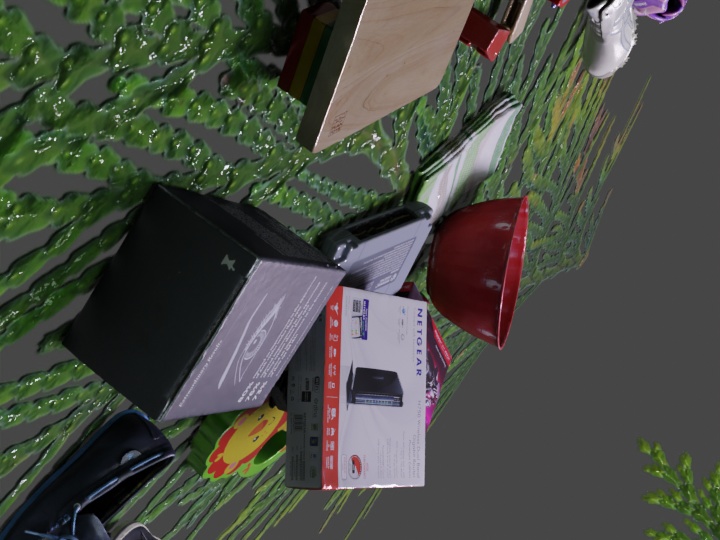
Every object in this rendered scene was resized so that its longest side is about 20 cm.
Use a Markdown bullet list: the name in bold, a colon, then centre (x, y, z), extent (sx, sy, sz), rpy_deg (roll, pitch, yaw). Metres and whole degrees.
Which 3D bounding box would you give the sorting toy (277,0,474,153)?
- **sorting toy**: centre (0.020, -0.217, 0.974), extent (0.200, 0.069, 0.199), rpy_deg (-35, 154, -50)

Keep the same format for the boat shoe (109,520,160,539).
- **boat shoe**: centre (-0.231, 0.309, 1.308), extent (0.075, 0.062, 0.200), rpy_deg (-51, 162, -8)

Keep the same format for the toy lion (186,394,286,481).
- **toy lion**: centre (-0.111, 0.168, 1.388), extent (0.191, 0.069, 0.200), rpy_deg (-38, 158, -28)

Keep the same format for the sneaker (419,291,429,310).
- **sneaker**: centre (0.022, 0.099, 1.584), extent (0.200, 0.077, 0.084), rpy_deg (-39, 153, -42)

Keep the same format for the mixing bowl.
- **mixing bowl**: centre (0.147, -0.007, 1.621), extent (0.200, 0.108, 0.201), rpy_deg (10, 90, -78)

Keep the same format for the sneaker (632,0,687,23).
- **sneaker**: centre (0.405, -0.375, 1.719), extent (0.081, 0.088, 0.200), rpy_deg (-61, 164, 15)

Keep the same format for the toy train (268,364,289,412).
- **toy train**: centre (-0.088, 0.076, 1.231), extent (0.200, 0.034, 0.046), rpy_deg (74, 35, -53)

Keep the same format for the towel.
- **towel**: centre (0.118, -0.115, 1.516), extent (0.200, 0.031, 0.150), rpy_deg (-43, 159, -35)

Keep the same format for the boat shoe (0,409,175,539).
- **boat shoe**: centre (-0.239, 0.208, 1.070), extent (0.200, 0.069, 0.084), rpy_deg (-51, 163, -14)

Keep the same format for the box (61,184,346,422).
- **box**: centre (-0.117, 0.027, 1.001), extent (0.148, 0.104, 0.200), rpy_deg (-57, 163, 7)

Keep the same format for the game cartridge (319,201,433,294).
- **game cartridge**: centre (0.000, 0.000, 1.382), extent (0.200, 0.040, 0.134), rpy_deg (-22, 141, -55)

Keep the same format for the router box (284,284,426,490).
- **router box**: centre (-0.001, 0.121, 1.289), extent (0.179, 0.049, 0.201), rpy_deg (10, 78, -53)

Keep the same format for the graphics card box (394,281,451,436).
- **graphics card box**: centre (0.043, 0.121, 1.459), extent (0.126, 0.051, 0.200), rpy_deg (63, 32, -28)

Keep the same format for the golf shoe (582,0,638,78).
- **golf shoe**: centre (0.310, -0.331, 1.601), extent (0.097, 0.078, 0.201), rpy_deg (-20, 140, -34)

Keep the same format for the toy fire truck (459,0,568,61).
- **toy fire truck**: centre (0.170, -0.285, 1.300), extent (0.141, 0.049, 0.200), rpy_deg (-59, 164, 15)
